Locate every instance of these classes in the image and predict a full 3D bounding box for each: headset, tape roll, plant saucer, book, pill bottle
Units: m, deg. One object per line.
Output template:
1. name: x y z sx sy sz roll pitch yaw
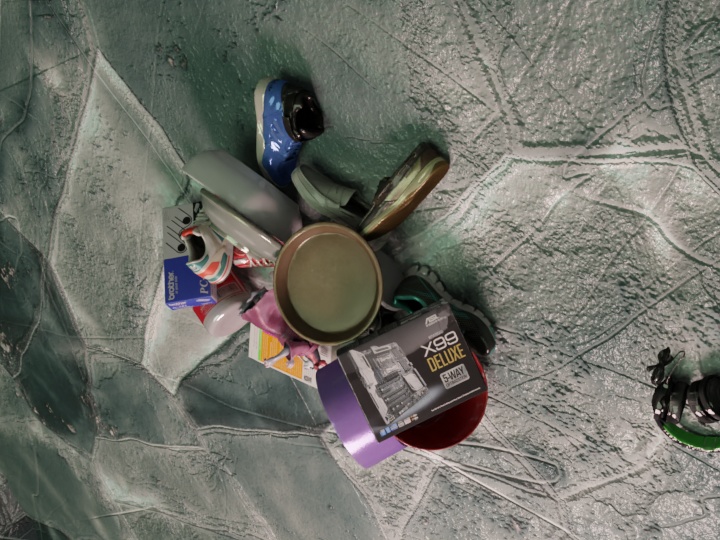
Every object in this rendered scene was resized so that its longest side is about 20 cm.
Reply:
1. headset: 0.467 0.194 1.277 0.123 0.094 0.201 -9 123 42
2. tape roll: 0.004 0.249 1.623 0.084 0.200 0.201 -29 99 7
3. plant saucer: -0.051 0.021 1.462 0.198 0.029 0.203 2 96 23
4. book: -0.133 0.148 1.790 0.199 0.048 0.135 23 126 27
5. plant saucer: -0.204 -0.066 1.545 0.199 0.050 0.200 36 180 0
6. pill bottle: -0.304 0.025 1.788 0.201 0.112 0.113 52 139 21

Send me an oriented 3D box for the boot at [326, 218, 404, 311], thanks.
1. boot: 0.000 0.000 1.571 0.201 0.073 0.096 52 147 7

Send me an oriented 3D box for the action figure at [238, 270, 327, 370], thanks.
1. action figure: -0.133 0.114 1.705 0.199 0.134 0.149 38 93 -1

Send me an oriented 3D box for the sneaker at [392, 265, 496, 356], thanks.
1. sneaker: 0.133 0.084 1.487 0.199 0.091 0.078 39 136 13

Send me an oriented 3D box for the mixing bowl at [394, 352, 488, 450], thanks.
1. mixing bowl: 0.110 0.212 1.545 0.200 0.200 0.108 46 164 5

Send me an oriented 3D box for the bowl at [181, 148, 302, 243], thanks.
1. bowl: -0.195 -0.133 1.572 0.199 0.075 0.199 37 180 32

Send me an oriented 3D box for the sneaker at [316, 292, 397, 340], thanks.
1. sneaker: 0.002 0.078 1.561 0.113 0.077 0.199 6 160 28

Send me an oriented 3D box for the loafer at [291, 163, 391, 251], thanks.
1. loafer: -0.029 -0.116 1.512 0.199 0.070 0.070 39 127 0

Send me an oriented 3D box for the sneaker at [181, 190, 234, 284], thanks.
1. sneaker: -0.285 -0.079 1.667 0.070 0.202 0.093 -17 151 33

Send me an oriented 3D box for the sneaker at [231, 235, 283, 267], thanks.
1. sneaker: -0.196 -0.028 1.694 0.198 0.087 0.074 9 124 36

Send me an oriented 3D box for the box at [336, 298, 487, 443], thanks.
1. box: 0.082 0.159 1.433 0.198 0.050 0.159 -25 98 1

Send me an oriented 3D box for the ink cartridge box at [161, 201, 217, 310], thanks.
1. ink cartridge box: -0.330 -0.030 1.727 0.093 0.202 0.044 -10 159 6

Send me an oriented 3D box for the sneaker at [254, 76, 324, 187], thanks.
1. sneaker: -0.114 -0.220 1.504 0.110 0.077 0.202 21 129 31

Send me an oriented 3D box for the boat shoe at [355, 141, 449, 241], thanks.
1. boat shoe: 0.058 -0.123 1.424 0.200 0.073 0.065 -42 71 28
